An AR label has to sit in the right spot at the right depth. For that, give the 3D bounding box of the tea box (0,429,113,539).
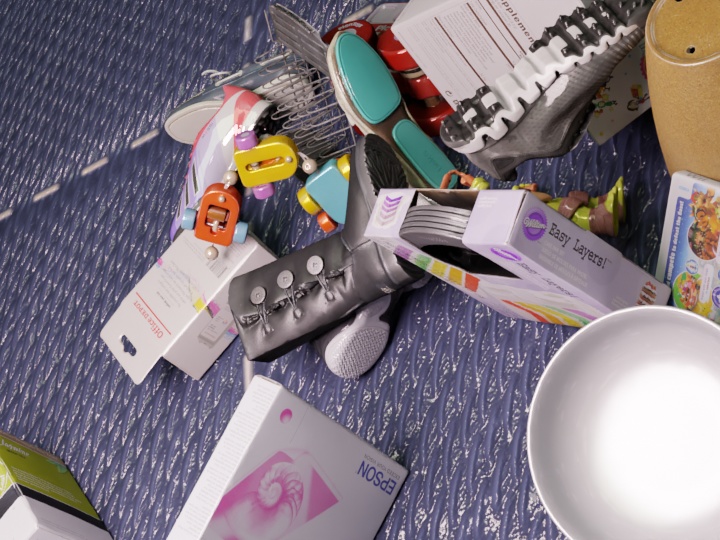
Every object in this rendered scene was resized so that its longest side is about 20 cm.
[{"bbox_3d":[-0.388,0.305,1.261,0.200,0.134,0.197,-51,44,-1],"label":"tea box"}]

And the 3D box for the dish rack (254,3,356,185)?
[{"bbox_3d":[-0.059,-0.180,1.280,0.054,0.201,0.153,-30,41,-18],"label":"dish rack"}]

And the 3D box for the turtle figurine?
[{"bbox_3d":[0.151,-0.054,1.072,0.160,0.200,0.065,2,92,20],"label":"turtle figurine"}]

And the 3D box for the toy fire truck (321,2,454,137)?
[{"bbox_3d":[0.062,-0.238,1.287,0.199,0.113,0.168,6,49,39],"label":"toy fire truck"}]

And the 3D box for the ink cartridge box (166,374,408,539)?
[{"bbox_3d":[-0.066,0.219,1.022,0.043,0.196,0.201,16,73,44],"label":"ink cartridge box"}]

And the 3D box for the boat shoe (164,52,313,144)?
[{"bbox_3d":[-0.147,-0.211,1.443,0.199,0.075,0.062,-20,54,25],"label":"boat shoe"}]

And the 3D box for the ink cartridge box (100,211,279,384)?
[{"bbox_3d":[-0.185,0.035,1.322,0.200,0.067,0.116,-48,45,0],"label":"ink cartridge box"}]

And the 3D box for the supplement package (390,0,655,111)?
[{"bbox_3d":[0.151,-0.242,1.092,0.199,0.120,0.122,-13,36,49],"label":"supplement package"}]

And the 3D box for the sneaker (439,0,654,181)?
[{"bbox_3d":[0.167,-0.146,0.993,0.200,0.090,0.067,-37,35,13],"label":"sneaker"}]

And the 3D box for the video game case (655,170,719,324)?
[{"bbox_3d":[0.313,0.019,0.920,0.199,0.018,0.144,28,122,44],"label":"video game case"}]

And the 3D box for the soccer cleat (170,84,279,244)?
[{"bbox_3d":[-0.172,-0.119,1.387,0.073,0.068,0.201,32,94,18],"label":"soccer cleat"}]

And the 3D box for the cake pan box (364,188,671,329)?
[{"bbox_3d":[0.126,-0.010,0.992,0.184,0.199,0.053,4,70,52],"label":"cake pan box"}]

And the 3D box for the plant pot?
[{"bbox_3d":[0.309,-0.148,0.962,0.185,0.200,0.188,-20,51,27],"label":"plant pot"}]

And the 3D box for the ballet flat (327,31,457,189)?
[{"bbox_3d":[0.020,-0.145,1.203,0.067,0.201,0.062,-39,7,-34],"label":"ballet flat"}]

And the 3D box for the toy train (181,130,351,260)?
[{"bbox_3d":[-0.079,-0.073,1.236,0.198,0.151,0.056,11,31,-2],"label":"toy train"}]

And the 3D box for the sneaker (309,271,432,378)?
[{"bbox_3d":[0.000,0.000,1.193,0.113,0.075,0.201,27,84,42],"label":"sneaker"}]

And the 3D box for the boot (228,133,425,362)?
[{"bbox_3d":[-0.042,-0.019,1.152,0.199,0.065,0.166,-31,53,31],"label":"boot"}]

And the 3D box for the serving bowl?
[{"bbox_3d":[0.232,0.130,0.924,0.199,0.066,0.202,-7,78,33],"label":"serving bowl"}]

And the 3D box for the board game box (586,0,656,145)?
[{"bbox_3d":[0.264,-0.222,1.110,0.200,0.064,0.148,-39,24,11],"label":"board game box"}]
